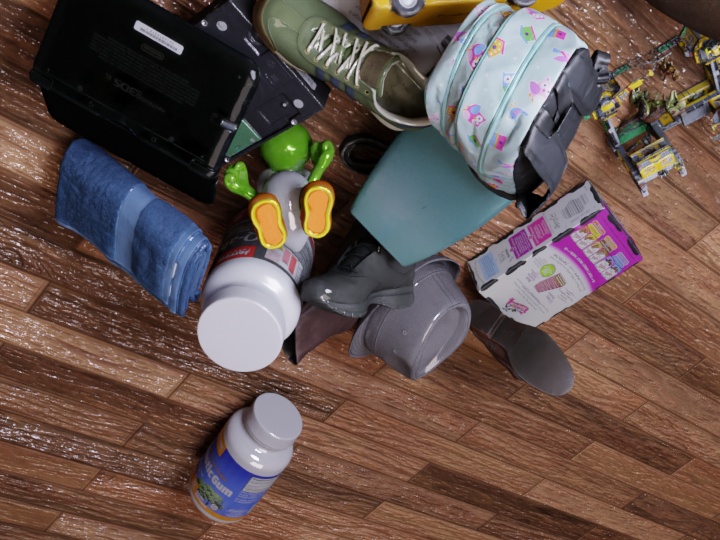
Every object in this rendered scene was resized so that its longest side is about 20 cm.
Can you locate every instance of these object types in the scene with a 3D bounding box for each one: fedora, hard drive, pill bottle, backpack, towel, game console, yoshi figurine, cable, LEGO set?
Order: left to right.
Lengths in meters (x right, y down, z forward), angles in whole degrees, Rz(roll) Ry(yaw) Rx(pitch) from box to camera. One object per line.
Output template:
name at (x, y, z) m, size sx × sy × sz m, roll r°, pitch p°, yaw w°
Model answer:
towel at (-0.247, -0.047, 0.981) m, size 0.048 × 0.199 × 0.113 m, roll -37°, pitch 158°, yaw -44°
game console at (-0.209, -0.174, 0.906) m, size 0.198 × 0.117 × 0.178 m, roll 28°, pitch 106°, yaw -5°
hard drive at (-0.144, -0.182, 0.919) m, size 0.198 × 0.038 × 0.140 m, roll -23°, pitch 125°, yaw 37°
pill bottle at (-0.169, 0.276, 1.364) m, size 0.111 × 0.113 × 0.201 m, roll 17°, pitch 127°, yaw -29°
pill bottle at (-0.119, 0.017, 1.049) m, size 0.113 × 0.201 × 0.118 m, roll 2°, pitch 121°, yaw 4°
yoshi figurine at (-0.081, -0.104, 0.981) m, size 0.112 × 0.201 × 0.113 m, roll 34°, pitch 103°, yaw -19°
cable at (0.071, -0.116, 1.096) m, size 0.198 × 0.051 × 0.097 m, roll 25°, pitch 121°, yaw -33°
fedora at (0.079, 0.076, 1.212) m, size 0.175 × 0.091 × 0.202 m, roll -13°, pitch 142°, yaw -44°
backpack at (0.134, -0.145, 0.796) m, size 0.169 × 0.125 × 0.200 m, roll -66°, pitch 166°, yaw 5°
LEGO set at (0.365, -0.182, 1.066) m, size 0.197 × 0.117 × 0.155 m, roll -22°, pitch 135°, yaw 6°

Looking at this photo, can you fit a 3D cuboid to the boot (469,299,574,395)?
boot at (0.236, 0.131, 1.270) m, size 0.064 × 0.186 × 0.200 m, roll -44°, pitch 148°, yaw -3°

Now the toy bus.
toy bus at (0.097, -0.262, 0.814) m, size 0.196 × 0.080 × 0.065 m, roll -7°, pitch 179°, yaw -9°

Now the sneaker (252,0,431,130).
sneaker at (0.000, -0.192, 0.837) m, size 0.199 × 0.090 × 0.068 m, roll 31°, pitch 87°, yaw -28°

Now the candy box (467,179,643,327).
candy box at (0.263, -0.013, 1.242) m, size 0.199 × 0.062 × 0.136 m, roll -35°, pitch 133°, yaw 17°

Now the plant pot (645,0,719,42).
plant pot at (0.369, -0.302, 0.893) m, size 0.183 × 0.202 × 0.189 m, roll -8°, pitch 136°, yaw -8°

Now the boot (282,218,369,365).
boot at (-0.024, 0.017, 1.130) m, size 0.166 × 0.072 × 0.202 m, roll -40°, pitch 155°, yaw -34°

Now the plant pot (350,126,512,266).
plant pot at (0.091, -0.113, 1.005) m, size 0.141 × 0.142 × 0.200 m, roll 44°, pitch 114°, yaw -7°

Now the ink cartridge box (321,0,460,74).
ink cartridge box at (0.036, -0.280, 0.903) m, size 0.145 × 0.085 × 0.200 m, roll 28°, pitch 121°, yaw -34°

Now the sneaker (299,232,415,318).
sneaker at (0.000, 0.000, 1.046) m, size 0.199 × 0.075 × 0.093 m, roll -11°, pitch 114°, yaw -58°
